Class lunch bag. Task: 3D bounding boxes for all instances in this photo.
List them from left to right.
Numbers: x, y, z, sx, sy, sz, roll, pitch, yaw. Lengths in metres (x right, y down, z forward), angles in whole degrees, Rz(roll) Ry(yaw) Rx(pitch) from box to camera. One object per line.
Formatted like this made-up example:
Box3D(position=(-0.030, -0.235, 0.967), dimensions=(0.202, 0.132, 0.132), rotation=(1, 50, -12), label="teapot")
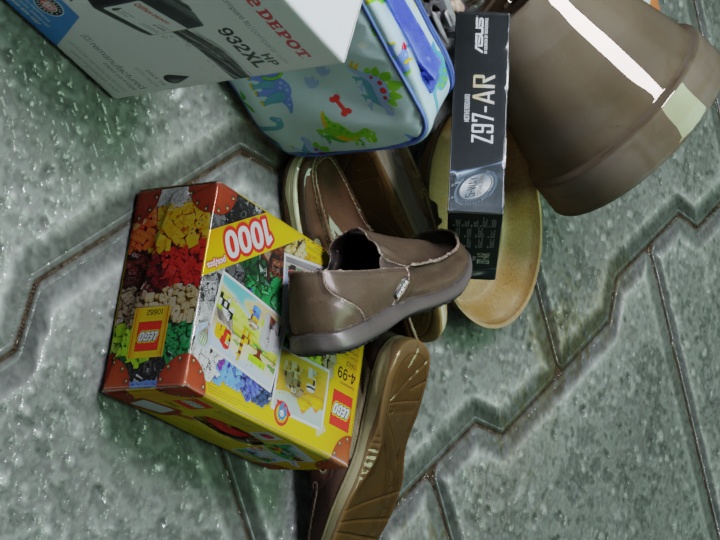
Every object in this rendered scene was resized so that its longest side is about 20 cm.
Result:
Box3D(position=(-0.028, -0.177, 1.426), dimensions=(0.201, 0.160, 0.083), rotation=(57, 43, -34), label="lunch bag")

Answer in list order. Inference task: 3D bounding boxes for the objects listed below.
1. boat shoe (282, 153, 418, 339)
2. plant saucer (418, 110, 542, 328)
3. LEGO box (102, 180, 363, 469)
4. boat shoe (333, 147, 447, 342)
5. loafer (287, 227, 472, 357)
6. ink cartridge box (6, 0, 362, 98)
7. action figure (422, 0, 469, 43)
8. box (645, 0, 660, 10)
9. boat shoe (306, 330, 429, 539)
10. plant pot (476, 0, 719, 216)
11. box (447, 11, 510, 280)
Box3D(position=(0.003, -0.003, 1.528), dimensions=(0.075, 0.074, 0.204), rotation=(-44, 122, -49), label="boat shoe")
Box3D(position=(0.098, -0.049, 1.710), dimensions=(0.199, 0.035, 0.202), rotation=(12, 76, -55), label="plant saucer")
Box3D(position=(-0.083, 0.044, 1.392), dimensions=(0.200, 0.077, 0.150), rotation=(32, 60, -50), label="LEGO box")
Box3D(position=(0.035, -0.040, 1.582), dimensions=(0.069, 0.073, 0.202), rotation=(-43, 122, -45), label="boat shoe")
Box3D(position=(0.016, 0.000, 1.409), dimensions=(0.200, 0.072, 0.072), rotation=(-30, 111, -54), label="loafer")
Box3D(position=(-0.116, -0.193, 1.260), dimensions=(0.145, 0.198, 0.084), rotation=(43, 52, -45), label="ink cartridge box")
Box3D(position=(0.079, -0.273, 1.686), dimensions=(0.200, 0.069, 0.131), rotation=(-42, 127, -46), label="action figure")
Box3D(position=(0.201, -0.294, 1.839), dimensions=(0.124, 0.097, 0.202), rotation=(-43, 122, -49), label="box")
Box3D(position=(-0.010, 0.139, 1.500), dimensions=(0.072, 0.072, 0.202), rotation=(4, 104, -55), label="boat shoe")
Box3D(position=(0.186, -0.177, 1.694), dimensions=(0.173, 0.199, 0.201), rotation=(43, 49, -17), label="plant pot")
Box3D(position=(0.093, -0.094, 1.549), dimensions=(0.200, 0.043, 0.162), rotation=(81, 11, -76), label="box")
